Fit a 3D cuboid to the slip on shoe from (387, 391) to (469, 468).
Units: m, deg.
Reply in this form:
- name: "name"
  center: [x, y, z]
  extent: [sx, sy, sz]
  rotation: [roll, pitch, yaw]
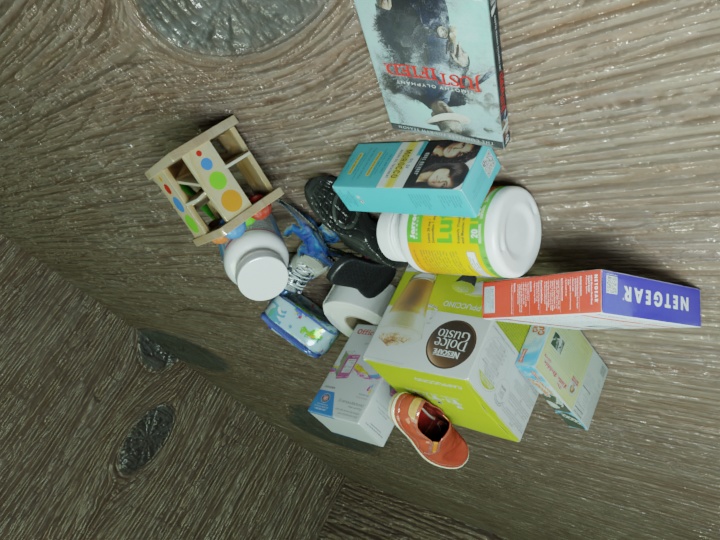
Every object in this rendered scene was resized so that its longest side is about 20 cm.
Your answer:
- name: "slip on shoe"
  center: [0.120, 0.260, 1.039]
  extent: [0.061, 0.074, 0.200]
  rotation: [-1, 141, 45]

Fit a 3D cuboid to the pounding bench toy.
- name: "pounding bench toy"
  center: [-0.240, -0.123, 1.034]
  extent: [0.200, 0.124, 0.156]
  rotation: [-10, 116, 56]

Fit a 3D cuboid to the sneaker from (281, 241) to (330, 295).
- name: "sneaker"
  center: [-0.116, 0.007, 1.266]
  extent: [0.077, 0.085, 0.200]
  rotation: [35, 155, -13]

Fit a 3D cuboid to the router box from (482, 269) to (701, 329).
- name: "router box"
  center: [0.287, 0.042, 0.817]
  extent: [0.200, 0.049, 0.179]
  rotation: [9, 170, -34]

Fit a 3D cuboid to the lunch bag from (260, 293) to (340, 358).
- name: "lunch bag"
  center: [-0.124, 0.111, 1.401]
  extent: [0.161, 0.082, 0.200]
  rotation: [37, -177, 3]

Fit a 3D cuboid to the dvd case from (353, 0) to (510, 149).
- name: "dvd case"
  center: [0.078, -0.213, 0.680]
  extent: [0.146, 0.022, 0.200]
  rotation: [17, 155, 26]

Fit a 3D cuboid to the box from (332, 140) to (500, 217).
- name: "box"
  center: [0.065, -0.116, 0.814]
  extent: [0.200, 0.082, 0.049]
  rotation: [7, 148, 40]

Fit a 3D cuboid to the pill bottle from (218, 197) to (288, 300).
- name: "pill bottle"
  center: [-0.183, -0.038, 1.107]
  extent: [0.109, 0.109, 0.200]
  rotation: [48, -173, -37]

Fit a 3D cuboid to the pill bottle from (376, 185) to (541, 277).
- name: "pill bottle"
  center: [0.120, -0.050, 0.848]
  extent: [0.200, 0.111, 0.111]
  rotation: [3, 146, 45]

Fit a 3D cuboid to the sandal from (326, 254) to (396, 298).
- name: "sandal"
  center: [0.000, 0.000, 1.100]
  extent: [0.045, 0.075, 0.200]
  rotation: [45, -168, 28]

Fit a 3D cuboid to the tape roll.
- name: "tape roll"
  center: [0.028, 0.091, 1.292]
  extent: [0.202, 0.071, 0.203]
  rotation: [24, 157, 11]

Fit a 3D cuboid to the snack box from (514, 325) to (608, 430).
- name: "snack box"
  center: [0.321, 0.153, 1.028]
  extent: [0.037, 0.116, 0.200]
  rotation: [1, 144, 47]

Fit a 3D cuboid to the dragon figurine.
- name: "dragon figurine"
  center: [-0.073, -0.060, 1.107]
  extent: [0.099, 0.059, 0.200]
  rotation: [10, 142, 35]

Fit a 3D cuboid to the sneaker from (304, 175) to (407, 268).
- name: "sneaker"
  center: [-0.014, -0.069, 1.020]
  extent: [0.200, 0.076, 0.091]
  rotation: [41, 162, -20]

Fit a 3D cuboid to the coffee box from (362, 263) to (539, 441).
- name: "coffee box"
  center: [0.164, 0.123, 1.042]
  extent: [0.200, 0.198, 0.200]
  rotation: [5, 147, 43]

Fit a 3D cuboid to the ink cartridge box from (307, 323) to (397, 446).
- name: "ink cartridge box"
  center: [0.017, 0.201, 1.192]
  extent: [0.144, 0.200, 0.085]
  rotation: [0, 140, 48]
